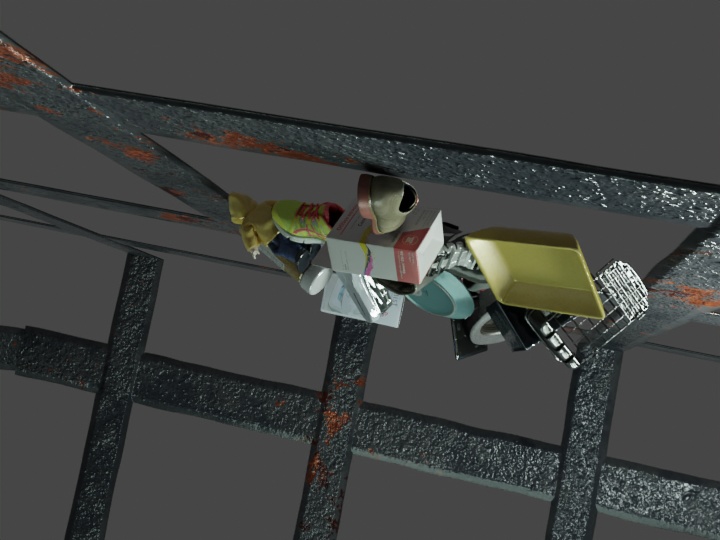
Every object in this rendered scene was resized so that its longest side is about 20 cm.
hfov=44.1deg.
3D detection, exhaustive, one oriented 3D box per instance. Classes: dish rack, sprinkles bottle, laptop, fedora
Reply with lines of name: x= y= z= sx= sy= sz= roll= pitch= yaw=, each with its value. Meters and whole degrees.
dish rack: x=0.403 y=0.071 z=1.558 sx=0.153 sy=0.199 sz=0.055 roll=45 pitch=-172 yaw=-34
sprinkles bottle: x=-0.144 y=-0.040 z=1.699 sx=0.199 sy=0.069 sz=0.068 roll=39 pitch=-177 yaw=18
laptop: x=0.204 y=0.097 z=2.042 sx=0.101 sy=0.205 sz=0.176 roll=-8 pitch=179 yaw=31
fedora: x=0.319 y=0.078 z=1.991 sx=0.173 sy=0.092 sz=0.201 roll=-6 pitch=151 yaw=-25

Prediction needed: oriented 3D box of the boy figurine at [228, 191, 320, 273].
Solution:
boy figurine: x=-0.172 y=-0.075 z=1.642 sx=0.198 sy=0.125 sz=0.065 roll=31 pitch=154 yaw=16

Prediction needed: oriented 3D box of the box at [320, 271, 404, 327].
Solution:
box: x=0.014 y=0.028 z=1.939 sx=0.172 sy=0.099 sz=0.201 roll=12 pitch=-158 yaw=3

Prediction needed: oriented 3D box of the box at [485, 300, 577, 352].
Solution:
box: x=0.334 y=0.071 z=1.696 sx=0.147 sy=0.108 sz=0.200 roll=-33 pitch=174 yaw=-1

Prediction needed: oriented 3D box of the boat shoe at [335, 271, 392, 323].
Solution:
boat shoe: x=0.000 y=0.000 z=1.672 sx=0.072 sy=0.071 sz=0.203 roll=20 pitch=141 yaw=53

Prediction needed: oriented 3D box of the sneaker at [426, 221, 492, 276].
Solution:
sneaker: x=0.163 y=-0.047 z=1.510 sx=0.196 sy=0.067 sz=0.091 roll=-8 pitch=-132 yaw=-30

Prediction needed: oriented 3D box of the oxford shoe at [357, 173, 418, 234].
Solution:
oxford shoe: x=0.050 y=-0.091 z=1.288 sx=0.073 sy=0.072 sz=0.200 roll=1 pitch=176 yaw=14

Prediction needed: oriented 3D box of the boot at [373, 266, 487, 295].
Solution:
boot: x=0.135 y=-0.003 z=1.547 sx=0.178 sy=0.074 sz=0.199 roll=15 pitch=-163 yaw=25

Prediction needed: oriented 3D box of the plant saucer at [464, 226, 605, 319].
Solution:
plant saucer: x=0.292 y=-0.006 z=1.452 sx=0.196 sy=0.049 sz=0.201 roll=9 pitch=150 yaw=35

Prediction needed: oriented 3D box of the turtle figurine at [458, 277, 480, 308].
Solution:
turtle figurine: x=0.185 y=0.016 z=1.897 sx=0.197 sy=0.101 sz=0.151 roll=11 pitch=-143 yaw=-42

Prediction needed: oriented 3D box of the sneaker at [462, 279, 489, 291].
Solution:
sneaker: x=0.267 y=0.011 z=1.763 sx=0.083 sy=0.075 sz=0.200 roll=16 pitch=172 yaw=-14

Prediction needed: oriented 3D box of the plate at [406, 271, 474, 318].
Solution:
plate: x=0.131 y=0.037 z=1.739 sx=0.197 sy=0.026 sz=0.201 roll=28 pitch=156 yaw=14

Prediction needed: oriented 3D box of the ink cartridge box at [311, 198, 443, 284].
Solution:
ink cartridge box: x=0.023 y=-0.052 z=1.425 sx=0.196 sy=0.117 sz=0.069 roll=8 pitch=130 yaw=24

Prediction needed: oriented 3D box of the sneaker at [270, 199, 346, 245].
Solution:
sneaker: x=-0.069 y=-0.092 z=1.569 sx=0.196 sy=0.079 sz=0.091 roll=20 pitch=144 yaw=15
